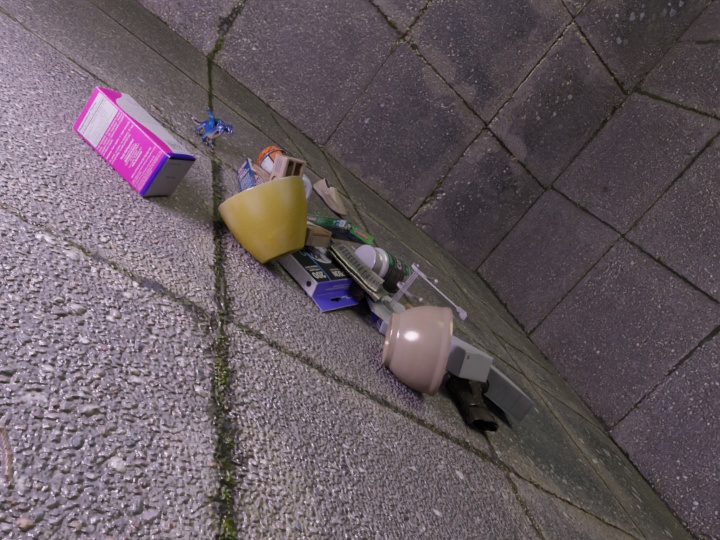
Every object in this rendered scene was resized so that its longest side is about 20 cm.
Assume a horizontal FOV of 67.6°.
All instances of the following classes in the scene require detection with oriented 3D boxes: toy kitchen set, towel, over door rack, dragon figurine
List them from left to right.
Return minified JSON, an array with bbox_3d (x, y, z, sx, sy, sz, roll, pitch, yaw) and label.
[{"bbox_3d":[-0.447,-0.439,1.616,0.058,0.100,0.201,24,23,-50],"label":"dragon figurine"},{"bbox_3d":[-0.177,-0.176,1.335,0.198,0.185,0.161,28,17,38],"label":"toy kitchen set"},{"bbox_3d":[0.000,0.000,1.460,0.200,0.035,0.192,46,8,4],"label":"towel"},{"bbox_3d":[0.173,0.102,1.446,0.200,0.149,0.066,45,21,16],"label":"over door rack"}]

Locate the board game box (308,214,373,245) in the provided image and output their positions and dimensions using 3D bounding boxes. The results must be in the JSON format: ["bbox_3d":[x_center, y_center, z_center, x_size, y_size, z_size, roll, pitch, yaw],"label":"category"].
[{"bbox_3d":[-0.070,-0.128,1.683,0.197,0.030,0.133,14,-10,45],"label":"board game box"}]

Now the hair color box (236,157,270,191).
[{"bbox_3d":[-0.290,-0.239,1.537,0.099,0.061,0.201,33,16,-33],"label":"hair color box"}]

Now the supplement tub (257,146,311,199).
[{"bbox_3d":[-0.246,-0.300,1.708,0.122,0.123,0.201,24,23,-51],"label":"supplement tub"}]

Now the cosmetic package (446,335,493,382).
[{"bbox_3d":[0.254,0.226,1.458,0.099,0.073,0.199,16,4,-27],"label":"cosmetic package"}]

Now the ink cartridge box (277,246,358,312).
[{"bbox_3d":[-0.099,0.008,1.332,0.200,0.044,0.197,47,20,16],"label":"ink cartridge box"}]

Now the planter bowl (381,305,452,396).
[{"bbox_3d":[0.122,0.171,1.237,0.131,0.206,0.201,13,15,0],"label":"planter bowl"}]

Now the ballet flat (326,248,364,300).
[{"bbox_3d":[-0.064,0.009,1.457,0.200,0.067,0.047,43,-30,16],"label":"ballet flat"}]

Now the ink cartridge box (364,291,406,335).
[{"bbox_3d":[0.070,0.120,1.496,0.198,0.041,0.201,35,16,-27],"label":"ink cartridge box"}]

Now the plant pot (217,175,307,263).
[{"bbox_3d":[-0.195,-0.100,1.180,0.200,0.196,0.145,-25,94,-75],"label":"plant pot"}]

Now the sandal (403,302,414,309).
[{"bbox_3d":[0.168,0.161,1.621,0.079,0.069,0.211,63,-15,-21],"label":"sandal"}]

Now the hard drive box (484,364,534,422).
[{"bbox_3d":[0.406,0.344,1.629,0.199,0.077,0.156,40,4,-13],"label":"hard drive box"}]

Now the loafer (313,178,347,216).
[{"bbox_3d":[-0.115,-0.301,2.182,0.200,0.069,0.075,47,15,18],"label":"loafer"}]

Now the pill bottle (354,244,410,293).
[{"bbox_3d":[0.065,-0.004,1.703,0.198,0.114,0.114,25,21,-50],"label":"pill bottle"}]

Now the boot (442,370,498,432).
[{"bbox_3d":[0.311,0.355,1.426,0.197,0.070,0.175,17,27,-38],"label":"boot"}]

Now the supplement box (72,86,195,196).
[{"bbox_3d":[-0.444,-0.251,1.060,0.200,0.104,0.101,44,15,4],"label":"supplement box"}]
